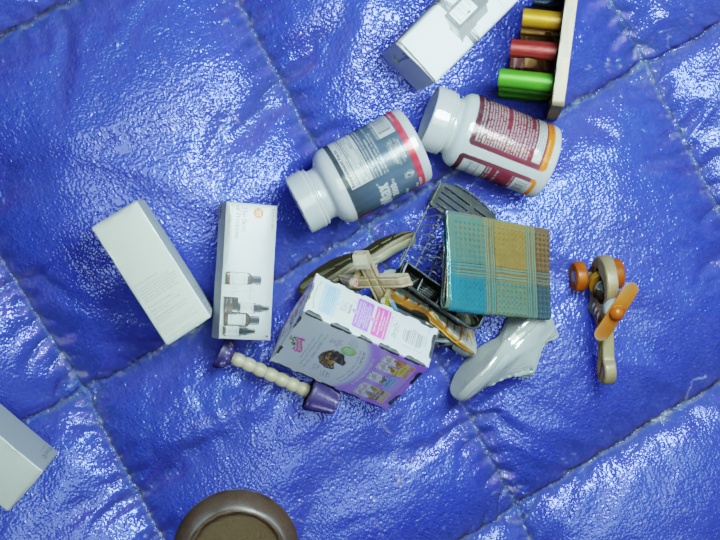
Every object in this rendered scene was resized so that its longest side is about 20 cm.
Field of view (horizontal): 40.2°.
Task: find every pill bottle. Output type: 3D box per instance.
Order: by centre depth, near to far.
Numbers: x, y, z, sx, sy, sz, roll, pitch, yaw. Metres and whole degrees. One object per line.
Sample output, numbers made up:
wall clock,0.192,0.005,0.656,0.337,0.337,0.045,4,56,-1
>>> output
pill bottle,-0.005,-0.142,1.457,0.199,0.120,0.120,-28,97,-3
pill bottle,0.191,-0.196,1.478,0.198,0.114,0.115,20,92,-8

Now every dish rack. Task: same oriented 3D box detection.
dish rack,0.144,-0.029,1.482,0.153,0.054,0.201,34,69,-20

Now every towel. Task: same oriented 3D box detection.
towel,0.204,-0.004,1.471,0.198,0.022,0.149,7,80,-30

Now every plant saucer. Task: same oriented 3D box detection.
plant saucer,-0.193,0.443,1.524,0.198,0.034,0.203,0,95,-6

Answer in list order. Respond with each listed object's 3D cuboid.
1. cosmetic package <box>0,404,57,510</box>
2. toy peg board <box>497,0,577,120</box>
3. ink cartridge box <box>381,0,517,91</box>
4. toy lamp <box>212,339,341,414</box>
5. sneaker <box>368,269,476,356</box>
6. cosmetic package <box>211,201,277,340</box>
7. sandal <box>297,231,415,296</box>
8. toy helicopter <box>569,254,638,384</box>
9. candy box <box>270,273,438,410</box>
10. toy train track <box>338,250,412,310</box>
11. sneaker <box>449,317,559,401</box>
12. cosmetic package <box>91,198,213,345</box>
cosmetic package,-0.547,0.242,1.420,0.200,0.113,0.081,41,90,-9
toy peg board,0.258,-0.335,1.443,0.097,0.200,0.202,7,94,7
ink cartridge box,0.137,-0.364,1.442,0.200,0.145,0.083,-45,99,-2
toy lamp,-0.124,0.163,1.499,0.198,0.058,0.059,27,91,-7
sneaker,0.095,0.076,1.516,0.199,0.079,0.077,34,121,-14
cosmetic package,-0.172,0.002,1.464,0.082,0.051,0.203,3,88,-23
sandal,0.000,0.000,1.493,0.198,0.080,0.054,-25,104,-9
toy helicopter,0.382,0.078,1.512,0.078,0.132,0.203,-4,95,-7
candy box,-0.012,0.109,1.442,0.198,0.168,0.072,25,54,-10
toy train track,0.032,0.054,1.436,0.114,0.033,0.201,-2,135,29
sneaker,0.231,0.145,1.536,0.200,0.075,0.089,-43,110,-3
cosmetic package,-0.301,-0.001,1.438,0.081,0.113,0.201,-33,96,-3
